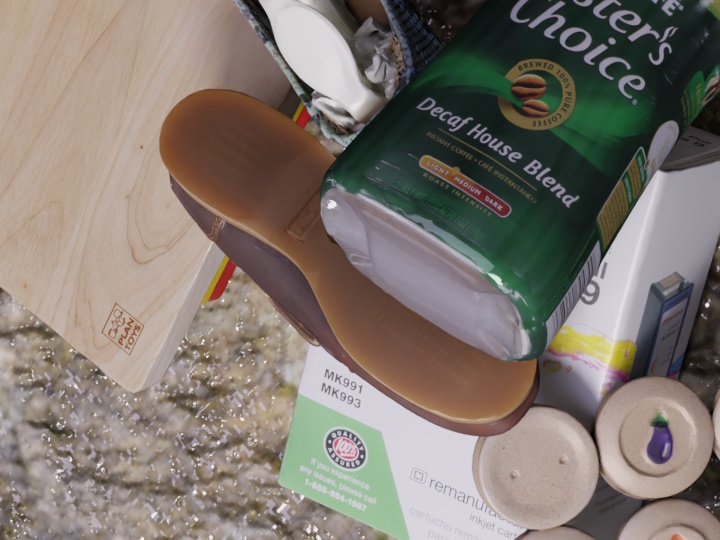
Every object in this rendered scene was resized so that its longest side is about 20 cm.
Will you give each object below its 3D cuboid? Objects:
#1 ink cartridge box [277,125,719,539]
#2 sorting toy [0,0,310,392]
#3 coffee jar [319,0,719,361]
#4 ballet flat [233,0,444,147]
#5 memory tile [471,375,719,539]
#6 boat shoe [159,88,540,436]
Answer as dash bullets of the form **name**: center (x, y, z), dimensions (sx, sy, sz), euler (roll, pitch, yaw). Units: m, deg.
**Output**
- **ink cartridge box**: center (0.062, 0.020, 1.109), dimensions (0.145, 0.087, 0.200), euler (23, 109, 26)
- **sorting toy**: center (-0.118, -0.084, 1.205), dimensions (0.199, 0.070, 0.200), euler (37, 117, 19)
- **coffee jar**: center (0.080, -0.070, 0.990), dimensions (0.104, 0.085, 0.200), euler (31, 70, 17)
- **ballet flat**: center (-0.027, -0.124, 1.059), dimensions (0.200, 0.074, 0.074), euler (52, 121, 23)
- **memory tile**: center (0.151, 0.114, 1.044), dimensions (0.199, 0.017, 0.154), euler (-9, 93, -7)
- **boat shoe**: center (0.000, 0.000, 1.057), dimensions (0.070, 0.070, 0.200), euler (-41, 64, -11)
